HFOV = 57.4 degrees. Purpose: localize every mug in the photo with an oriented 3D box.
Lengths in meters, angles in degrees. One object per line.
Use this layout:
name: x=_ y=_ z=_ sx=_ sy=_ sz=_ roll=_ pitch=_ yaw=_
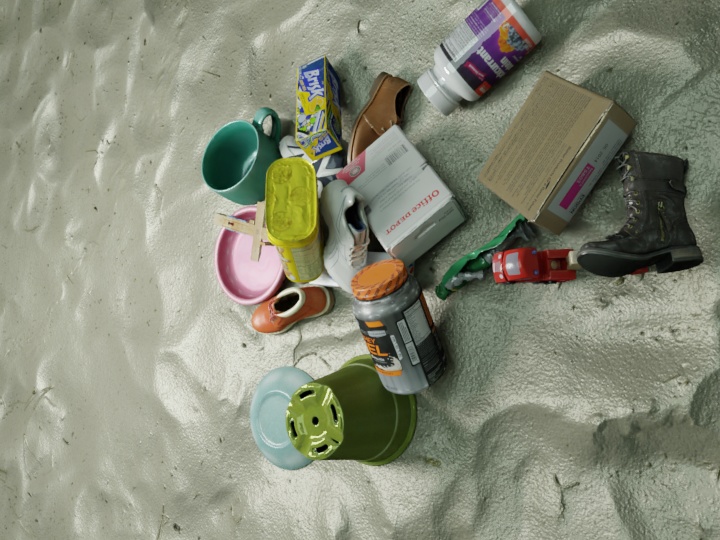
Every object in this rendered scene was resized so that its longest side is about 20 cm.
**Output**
mug: x=-0.220 y=-0.219 z=1.343 sx=0.183 sy=0.114 sz=0.155 roll=-27 pitch=62 yaw=21

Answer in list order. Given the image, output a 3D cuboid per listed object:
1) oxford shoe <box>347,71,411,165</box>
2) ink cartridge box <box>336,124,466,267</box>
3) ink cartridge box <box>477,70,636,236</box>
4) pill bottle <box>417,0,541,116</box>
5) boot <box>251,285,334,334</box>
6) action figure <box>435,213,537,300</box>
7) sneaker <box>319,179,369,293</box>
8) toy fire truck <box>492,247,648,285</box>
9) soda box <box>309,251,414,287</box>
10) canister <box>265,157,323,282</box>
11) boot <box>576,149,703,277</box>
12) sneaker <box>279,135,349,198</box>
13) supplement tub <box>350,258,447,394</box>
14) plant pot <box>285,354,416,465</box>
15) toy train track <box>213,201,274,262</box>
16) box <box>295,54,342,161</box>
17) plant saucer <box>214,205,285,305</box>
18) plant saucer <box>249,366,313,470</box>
oxford shoe: x=0.034 y=-0.264 z=1.209 sx=0.070 sy=0.071 sz=0.204 roll=22 pitch=89 yaw=26
ink cartridge box: x=0.069 y=-0.129 z=1.140 sx=0.145 sy=0.085 sz=0.202 roll=-38 pitch=55 yaw=8
ink cartridge box: x=0.294 y=-0.182 z=1.011 sx=0.202 sy=0.074 sz=0.165 roll=-57 pitch=37 yaw=16
pill bottle: x=0.193 y=-0.358 z=1.100 sx=0.199 sy=0.111 sz=0.113 roll=-41 pitch=67 yaw=23
boot: x=-0.158 y=0.075 z=1.292 sx=0.197 sy=0.106 sz=0.077 roll=-24 pitch=76 yaw=30
action figure: x=0.198 y=-0.012 z=1.087 sx=0.199 sy=0.117 sz=0.055 roll=-40 pitch=79 yaw=32
sneaker: x=-0.020 y=-0.048 z=1.116 sx=0.087 sy=0.073 sz=0.204 roll=29 pitch=135 yaw=54
toy fire truck: x=0.311 y=-0.012 z=0.979 sx=0.140 sy=0.196 sz=0.050 roll=-18 pitch=75 yaw=58
soda box: x=0.000 y=0.000 z=1.222 sx=0.196 sy=0.063 sz=0.070 roll=4 pitch=88 yaw=33
canister: x=-0.109 y=-0.079 z=1.144 sx=0.084 sy=0.201 sz=0.152 roll=-3 pitch=69 yaw=0
boot: x=0.385 y=-0.086 z=0.930 sx=0.195 sy=0.069 sz=0.178 roll=-1 pitch=71 yaw=-10
sneaker: x=-0.073 y=-0.220 z=1.284 sx=0.128 sy=0.080 sz=0.201 roll=-35 pitch=48 yaw=6
supplement tub: x=0.061 y=0.092 z=1.094 sx=0.120 sy=0.123 sz=0.203 roll=-9 pitch=115 yaw=31
plant pot: x=-0.029 y=0.253 z=1.145 sx=0.196 sy=0.189 sz=0.205 roll=-2 pitch=85 yaw=31
toy train track: x=-0.225 y=-0.086 z=1.334 sx=0.197 sy=0.032 sz=0.118 roll=17 pitch=102 yaw=38
box: x=-0.079 y=-0.311 z=1.250 sx=0.069 sy=0.064 sz=0.204 roll=-18 pitch=54 yaw=21
plant saucer: x=-0.219 y=-0.030 z=1.371 sx=0.197 sy=0.050 sz=0.206 roll=-3 pitch=84 yaw=31
plant saucer: x=-0.156 y=0.295 z=1.311 sx=0.197 sy=0.038 sz=0.206 roll=-3 pitch=85 yaw=32
